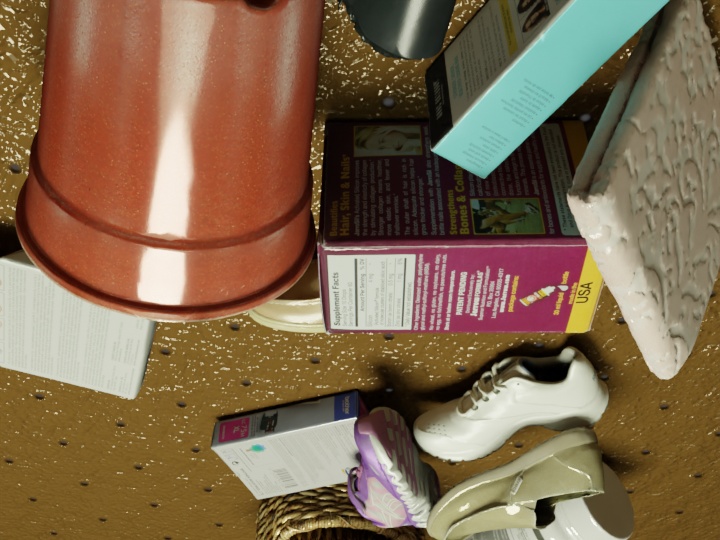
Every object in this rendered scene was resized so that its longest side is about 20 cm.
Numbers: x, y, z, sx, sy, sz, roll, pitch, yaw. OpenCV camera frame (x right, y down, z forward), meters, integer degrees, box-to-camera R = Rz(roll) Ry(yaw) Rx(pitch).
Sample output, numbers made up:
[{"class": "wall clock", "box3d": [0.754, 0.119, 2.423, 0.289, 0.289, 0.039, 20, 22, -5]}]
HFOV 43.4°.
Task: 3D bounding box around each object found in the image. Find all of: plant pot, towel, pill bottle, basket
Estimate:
[{"class": "plant pot", "box3d": [-0.107, -0.109, 0.549, 0.199, 0.202, 0.196, 8, 130, -9]}, {"class": "towel", "box3d": [0.207, -0.056, 0.609, 0.032, 0.192, 0.200, 7, 149, 40]}, {"class": "pill bottle", "box3d": [0.211, 0.302, 1.054, 0.113, 0.115, 0.200, 27, 131, -27]}, {"class": "basket", "box3d": [-0.020, 0.343, 1.074, 0.198, 0.150, 0.143, 18, 136, -18]}]

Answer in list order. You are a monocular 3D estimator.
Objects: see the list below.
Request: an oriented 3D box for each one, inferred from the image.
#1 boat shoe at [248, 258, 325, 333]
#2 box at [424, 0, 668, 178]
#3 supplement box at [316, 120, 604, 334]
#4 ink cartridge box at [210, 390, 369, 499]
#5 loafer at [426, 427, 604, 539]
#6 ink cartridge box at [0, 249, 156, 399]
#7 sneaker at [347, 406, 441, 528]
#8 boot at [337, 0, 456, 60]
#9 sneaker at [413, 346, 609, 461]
[{"class": "boat shoe", "box3d": [0.000, 0.000, 0.756, 0.198, 0.072, 0.065, -9, 132, -2]}, {"class": "box", "box3d": [0.119, -0.154, 0.566, 0.049, 0.083, 0.200, 23, 134, -25]}, {"class": "supplement box", "box3d": [0.070, -0.032, 0.667, 0.198, 0.132, 0.104, 0, 139, 1]}, {"class": "ink cartridge box", "box3d": [-0.047, 0.190, 0.983, 0.198, 0.042, 0.120, -13, 136, 15]}, {"class": "loafer", "box3d": [0.153, 0.227, 0.890, 0.199, 0.069, 0.075, -35, 147, 19]}, {"class": "ink cartridge box", "box3d": [-0.284, 0.034, 0.811, 0.198, 0.057, 0.163, 18, 136, -7]}, {"class": "sneaker", "box3d": [0.022, 0.214, 0.928, 0.088, 0.081, 0.201, -12, 139, 14]}, {"class": "boot", "box3d": [0.060, -0.180, 0.477, 0.076, 0.200, 0.169, -25, 150, -34]}, {"class": "sneaker", "box3d": [0.142, 0.125, 0.900, 0.198, 0.075, 0.087, -21, 128, 10]}]
